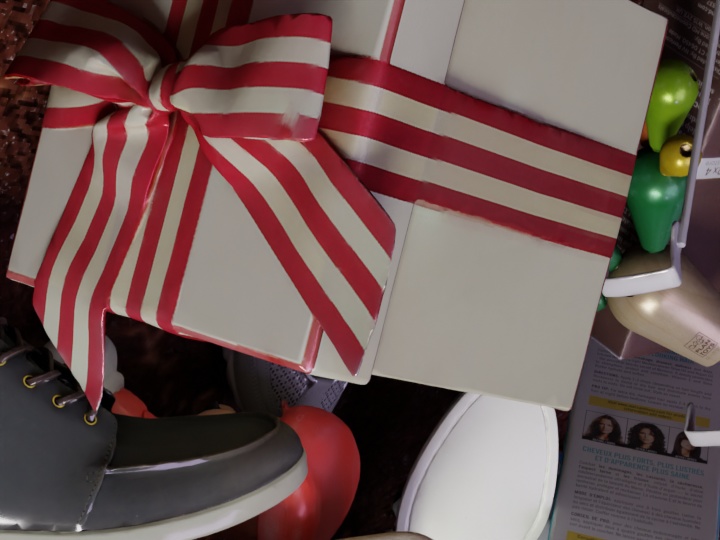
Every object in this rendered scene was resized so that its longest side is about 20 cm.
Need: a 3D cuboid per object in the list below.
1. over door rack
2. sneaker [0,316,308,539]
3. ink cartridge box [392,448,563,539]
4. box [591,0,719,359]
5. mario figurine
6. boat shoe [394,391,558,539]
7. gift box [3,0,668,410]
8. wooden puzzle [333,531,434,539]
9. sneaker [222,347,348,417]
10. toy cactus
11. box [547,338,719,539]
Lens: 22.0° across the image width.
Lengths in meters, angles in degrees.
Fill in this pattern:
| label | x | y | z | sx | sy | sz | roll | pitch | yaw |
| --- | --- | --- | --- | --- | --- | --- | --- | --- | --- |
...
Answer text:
| label | x | y | z | sx | sy | sz | roll | pitch | yaw |
| --- | --- | --- | --- | --- | --- | --- | --- | --- | --- |
| over door rack | 0.184 | -0.035 | 0.825 | 0.148 | 0.066 | 0.201 | 53 | 53 | -47 |
| sneaker | -0.120 | 0.050 | 0.710 | 0.199 | 0.075 | 0.107 | -6 | 98 | -11 |
| ink cartridge box | 0.134 | 0.196 | 1.032 | 0.084 | 0.176 | 0.200 | -40 | 145 | 20 |
| box | 0.176 | -0.059 | 0.958 | 0.100 | 0.075 | 0.201 | -8 | 128 | -38 |
| mario figurine | -0.098 | 0.089 | 0.817 | 0.199 | 0.107 | 0.124 | -3 | 160 | -17 |
| boat shoe | 0.046 | 0.137 | 0.926 | 0.072 | 0.062 | 0.201 | 12 | 104 | -7 |
| gift box | -0.012 | -0.035 | 0.681 | 0.186 | 0.184 | 0.201 | 15 | 84 | -49 |
| wooden puzzle | -0.072 | 0.173 | 0.817 | 0.199 | 0.047 | 0.185 | -1 | 152 | -13 |
| sneaker | 0.000 | 0.000 | 0.832 | 0.074 | 0.082 | 0.201 | -1 | 124 | -42 |
| toy cactus | 0.115 | -0.010 | 0.890 | 0.165 | 0.102 | 0.200 | 34 | 109 | -11 |
| box | 0.144 | 0.101 | 0.961 | 0.200 | 0.082 | 0.049 | -70 | 169 | -53 |
